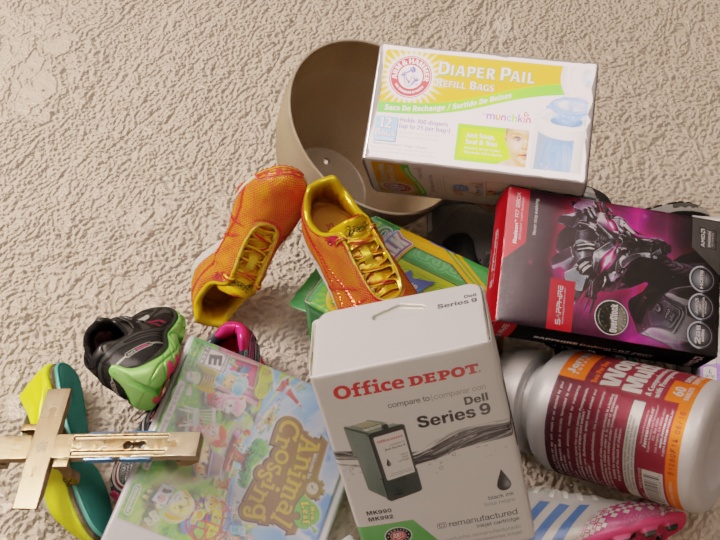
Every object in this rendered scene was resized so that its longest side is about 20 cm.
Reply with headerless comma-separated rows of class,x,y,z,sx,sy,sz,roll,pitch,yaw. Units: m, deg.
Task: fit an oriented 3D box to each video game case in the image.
video game case,-0.105,0.181,0.920,0.180,0.022,0.202,22,66,-2

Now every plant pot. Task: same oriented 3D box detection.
plant pot,-0.010,-0.117,1.101,0.198,0.134,0.203,13,59,-23

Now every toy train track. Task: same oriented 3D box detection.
toy train track,-0.227,0.157,0.900,0.197,0.033,0.116,-3,51,12

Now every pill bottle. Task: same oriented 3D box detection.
pill bottle,0.213,0.130,0.910,0.198,0.110,0.110,11,52,37

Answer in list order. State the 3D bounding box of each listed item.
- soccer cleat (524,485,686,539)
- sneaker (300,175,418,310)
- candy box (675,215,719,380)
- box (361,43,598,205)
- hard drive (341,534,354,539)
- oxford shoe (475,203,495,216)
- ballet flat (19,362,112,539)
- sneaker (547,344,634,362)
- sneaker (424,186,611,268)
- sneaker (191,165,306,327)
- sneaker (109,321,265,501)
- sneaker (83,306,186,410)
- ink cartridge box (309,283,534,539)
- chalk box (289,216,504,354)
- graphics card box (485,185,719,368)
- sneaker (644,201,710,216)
soccer cleat,0.178,0.214,0.903,0.197,0.070,0.087,-14,54,-7
sneaker,0.000,0.000,0.914,0.072,0.078,0.201,-27,57,-19
candy box,0.379,0.058,0.969,0.165,0.072,0.203,3,75,5
box,0.108,-0.127,0.958,0.197,0.101,0.114,7,79,8
hard drive,0.002,0.331,0.836,0.131,0.026,0.200,-33,67,-20
oxford shoe,0.110,-0.100,1.043,0.200,0.074,0.071,41,88,13
ballet flat,-0.277,0.176,0.966,0.066,0.067,0.201,-30,52,7
sneaker,0.233,0.063,1.013,0.079,0.078,0.201,-18,54,-22
sneaker,0.160,-0.024,1.087,0.197,0.075,0.117,-1,57,15
sneaker,-0.103,-0.019,1.019,0.072,0.201,0.078,13,43,-26
sneaker,-0.166,0.131,0.979,0.080,0.075,0.201,24,59,19
sneaker,-0.211,0.065,0.972,0.083,0.200,0.077,29,91,-12
ink cartridge box,0.050,0.127,0.848,0.144,0.202,0.084,-12,29,8
chalk box,0.027,0.045,1.002,0.198,0.125,0.125,25,58,20
graphics card box,0.212,0.006,0.919,0.197,0.051,0.127,10,72,-3
sneaker,0.282,-0.011,1.053,0.197,0.076,0.089,-6,63,-28
